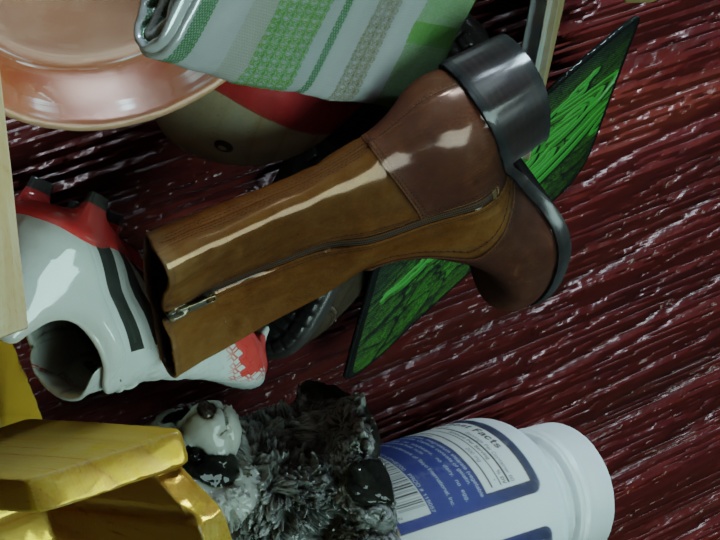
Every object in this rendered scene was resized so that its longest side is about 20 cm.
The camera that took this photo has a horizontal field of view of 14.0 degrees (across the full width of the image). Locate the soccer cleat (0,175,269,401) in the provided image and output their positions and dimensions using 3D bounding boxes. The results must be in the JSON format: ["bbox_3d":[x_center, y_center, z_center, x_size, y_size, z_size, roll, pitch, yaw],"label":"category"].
[{"bbox_3d":[-0.111,0.028,1.373,0.200,0.068,0.085,40,69,-55],"label":"soccer cleat"}]

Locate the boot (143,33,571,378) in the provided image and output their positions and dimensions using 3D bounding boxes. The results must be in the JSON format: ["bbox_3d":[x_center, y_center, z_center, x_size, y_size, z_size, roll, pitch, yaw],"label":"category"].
[{"bbox_3d":[0.000,0.000,1.359,0.200,0.069,0.188,-32,156,-13],"label":"boot"}]

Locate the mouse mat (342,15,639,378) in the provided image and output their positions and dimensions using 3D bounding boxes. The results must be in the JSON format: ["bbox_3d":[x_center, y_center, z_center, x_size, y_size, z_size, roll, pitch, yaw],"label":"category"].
[{"bbox_3d":[0.067,-0.036,1.519,0.200,0.008,0.161,-43,164,-26],"label":"mouse mat"}]

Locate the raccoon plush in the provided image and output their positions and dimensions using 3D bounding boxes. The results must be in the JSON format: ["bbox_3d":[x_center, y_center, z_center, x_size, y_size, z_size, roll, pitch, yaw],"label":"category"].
[{"bbox_3d":[-0.052,0.144,1.443,0.134,0.097,0.201,-12,114,-11],"label":"raccoon plush"}]

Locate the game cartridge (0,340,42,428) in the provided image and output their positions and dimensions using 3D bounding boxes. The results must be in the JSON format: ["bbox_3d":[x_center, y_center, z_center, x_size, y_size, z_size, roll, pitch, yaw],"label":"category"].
[{"bbox_3d":[-0.234,0.114,1.359,0.200,0.032,0.177,-38,143,-19],"label":"game cartridge"}]

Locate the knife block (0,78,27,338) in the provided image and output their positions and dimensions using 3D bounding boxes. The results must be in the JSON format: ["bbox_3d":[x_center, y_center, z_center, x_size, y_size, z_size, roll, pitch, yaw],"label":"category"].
[{"bbox_3d":[-0.177,-0.083,1.130,0.064,0.200,0.176,-22,165,-34],"label":"knife block"}]

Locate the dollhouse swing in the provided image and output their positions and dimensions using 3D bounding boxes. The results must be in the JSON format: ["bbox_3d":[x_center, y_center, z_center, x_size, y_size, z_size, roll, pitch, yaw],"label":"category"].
[{"bbox_3d":[-0.161,0.189,1.288,0.176,0.182,0.201,-23,103,-36],"label":"dollhouse swing"}]

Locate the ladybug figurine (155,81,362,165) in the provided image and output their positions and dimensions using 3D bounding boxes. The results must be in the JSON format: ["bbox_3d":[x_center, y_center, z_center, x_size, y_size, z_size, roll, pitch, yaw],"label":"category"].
[{"bbox_3d":[-0.021,-0.131,1.340,0.136,0.072,0.200,5,117,-49],"label":"ladybug figurine"}]

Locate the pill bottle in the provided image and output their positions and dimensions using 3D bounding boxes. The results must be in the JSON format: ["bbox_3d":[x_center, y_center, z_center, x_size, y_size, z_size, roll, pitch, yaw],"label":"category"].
[{"bbox_3d":[0.044,0.144,1.625,0.200,0.111,0.111,-13,130,-41],"label":"pill bottle"}]

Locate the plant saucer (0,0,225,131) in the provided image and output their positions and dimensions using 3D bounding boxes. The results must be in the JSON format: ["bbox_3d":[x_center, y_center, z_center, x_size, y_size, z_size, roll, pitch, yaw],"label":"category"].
[{"bbox_3d":[-0.105,-0.155,1.227,0.200,0.032,0.201,-14,124,-23],"label":"plant saucer"}]

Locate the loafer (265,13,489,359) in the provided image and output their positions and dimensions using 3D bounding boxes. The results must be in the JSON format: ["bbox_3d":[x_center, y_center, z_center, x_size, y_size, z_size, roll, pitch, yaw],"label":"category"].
[{"bbox_3d":[-0.001,-0.048,1.453,0.200,0.073,0.071,-54,166,17],"label":"loafer"}]

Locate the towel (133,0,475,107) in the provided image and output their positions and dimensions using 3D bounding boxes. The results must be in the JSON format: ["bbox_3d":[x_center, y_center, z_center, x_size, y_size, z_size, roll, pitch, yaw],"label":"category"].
[{"bbox_3d":[-0.005,-0.145,1.260,0.200,0.031,0.149,7,116,-56],"label":"towel"}]

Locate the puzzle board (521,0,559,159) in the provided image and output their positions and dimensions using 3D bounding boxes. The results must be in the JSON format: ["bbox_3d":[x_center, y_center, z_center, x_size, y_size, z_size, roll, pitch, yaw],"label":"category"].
[{"bbox_3d":[0.098,-0.176,1.408,0.151,0.017,0.200,-73,173,-54],"label":"puzzle board"}]

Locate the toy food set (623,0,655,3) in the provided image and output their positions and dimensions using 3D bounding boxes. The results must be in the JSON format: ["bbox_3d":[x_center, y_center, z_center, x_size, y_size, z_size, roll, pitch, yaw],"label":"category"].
[{"bbox_3d":[0.140,-0.240,1.354,0.198,0.048,0.200,95,7,-57],"label":"toy food set"}]
